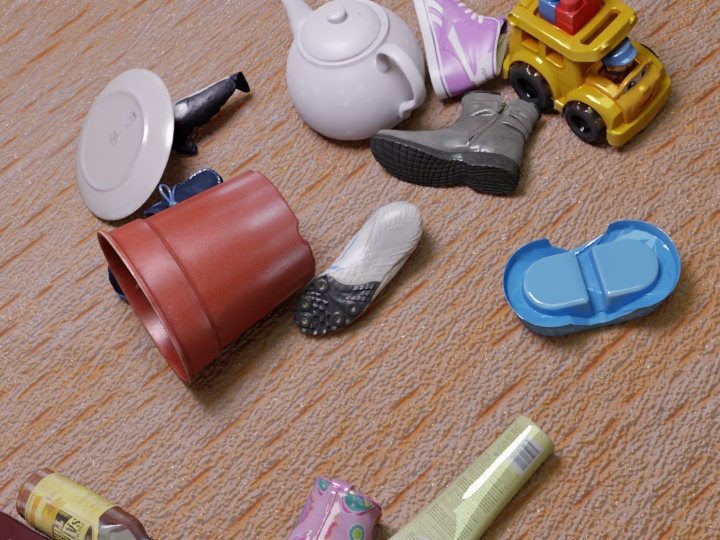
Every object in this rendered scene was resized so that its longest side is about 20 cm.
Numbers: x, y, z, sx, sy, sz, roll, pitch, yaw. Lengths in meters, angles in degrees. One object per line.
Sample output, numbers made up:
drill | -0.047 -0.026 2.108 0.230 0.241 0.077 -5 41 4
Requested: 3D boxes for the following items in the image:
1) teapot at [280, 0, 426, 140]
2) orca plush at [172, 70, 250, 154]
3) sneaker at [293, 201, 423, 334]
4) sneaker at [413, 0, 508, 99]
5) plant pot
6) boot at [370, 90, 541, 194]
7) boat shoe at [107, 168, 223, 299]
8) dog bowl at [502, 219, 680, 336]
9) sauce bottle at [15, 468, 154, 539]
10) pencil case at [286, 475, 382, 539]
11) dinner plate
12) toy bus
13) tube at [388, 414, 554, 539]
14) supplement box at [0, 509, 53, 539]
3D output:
teapot | -0.011 -0.274 1.322 0.197 0.147 0.200 -5 55 11
orca plush | -0.233 -0.194 1.395 0.198 0.072 0.105 -29 15 -10
sneaker | 0.000 0.000 1.234 0.072 0.072 0.200 45 89 0
sneaker | 0.136 -0.329 1.368 0.113 0.073 0.203 -18 70 17
plant pot | -0.169 -0.005 1.200 0.194 0.202 0.201 -32 60 -17
boot | 0.121 -0.172 1.306 0.197 0.068 0.132 12 57 12
boat shoe | -0.237 -0.051 1.298 0.083 0.069 0.201 22 68 21
dog bowl | 0.261 0.013 1.176 0.197 0.050 0.113 -13 60 4
sauce bottle | -0.282 0.282 1.125 0.198 0.066 0.067 20 67 23
pencil case | -0.052 0.313 1.053 0.086 0.088 0.201 21 66 21
dinner plate | -0.314 -0.166 1.345 0.198 0.024 0.203 -10 74 36
toy bus | 0.276 -0.278 1.252 0.136 0.193 0.200 -43 64 -15
tube | 0.119 0.239 1.084 0.200 0.052 0.058 -45 21 -10
supplement box | -0.396 0.354 1.069 0.198 0.133 0.199 21 67 21
